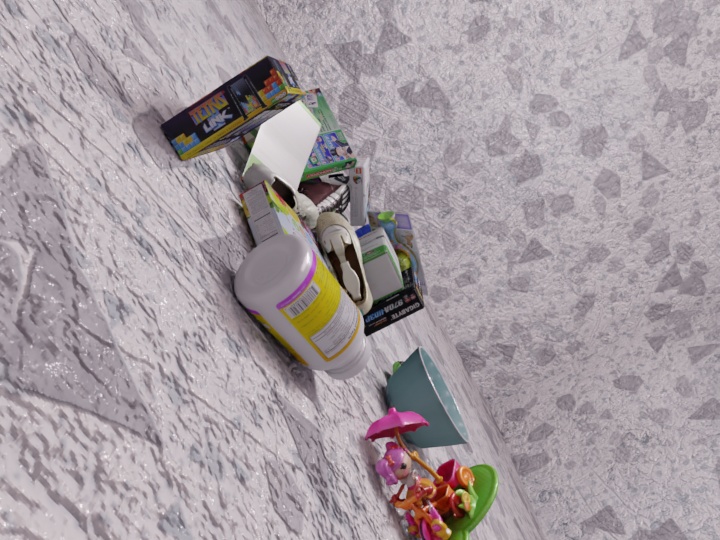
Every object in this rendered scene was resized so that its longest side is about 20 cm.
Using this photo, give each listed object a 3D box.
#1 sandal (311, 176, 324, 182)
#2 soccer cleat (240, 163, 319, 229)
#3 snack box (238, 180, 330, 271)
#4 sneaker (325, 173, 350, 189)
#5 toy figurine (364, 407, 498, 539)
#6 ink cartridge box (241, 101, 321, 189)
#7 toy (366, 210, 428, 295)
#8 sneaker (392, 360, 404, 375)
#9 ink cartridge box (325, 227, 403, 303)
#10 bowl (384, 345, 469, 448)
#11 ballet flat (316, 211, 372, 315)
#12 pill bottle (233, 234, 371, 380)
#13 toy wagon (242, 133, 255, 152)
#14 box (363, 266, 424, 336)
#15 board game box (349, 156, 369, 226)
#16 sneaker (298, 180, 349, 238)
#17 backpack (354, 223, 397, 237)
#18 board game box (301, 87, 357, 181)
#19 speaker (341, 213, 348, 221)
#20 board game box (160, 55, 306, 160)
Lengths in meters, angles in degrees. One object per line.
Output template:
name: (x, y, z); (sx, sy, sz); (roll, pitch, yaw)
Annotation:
sandal: (-0.118, -0.212, 1.246); (0.050, 0.082, 0.204); (-78, 153, -59)
soccer cleat: (-0.124, -0.111, 0.983); (0.077, 0.070, 0.200); (34, -3, 36)
snack box: (-0.106, -0.032, 0.907); (0.143, 0.053, 0.200); (67, 9, 25)
sneaker: (-0.083, -0.207, 1.351); (0.200, 0.129, 0.080); (54, 9, -40)
toy figurine: (0.078, 0.294, 0.828); (0.184, 0.150, 0.200); (47, 35, -4)
ink cartridge box: (-0.151, -0.219, 1.035); (0.145, 0.048, 0.202); (40, 65, -54)
toy: (0.071, -0.029, 1.239); (0.047, 0.114, 0.202); (-38, 125, -40)
sneaker: (0.130, 0.258, 1.257); (0.201, 0.083, 0.077); (55, 10, -35)
ink cartridge box: (0.000, 0.000, 1.115); (0.084, 0.146, 0.200); (63, 9, -15)
bowl: (0.119, 0.260, 1.115); (0.202, 0.104, 0.201); (58, 9, -14)
ballet flat: (-0.025, -0.021, 0.982); (0.062, 0.067, 0.201); (73, -5, -75)
pill bottle: (-0.062, 0.055, 0.723); (0.200, 0.104, 0.105); (55, 11, -40)
toy wagon: (-0.193, -0.246, 1.139); (0.156, 0.039, 0.200); (57, 10, -22)
box: (0.042, 0.063, 1.117); (0.046, 0.158, 0.200); (62, 8, -8)
board game box: (0.000, -0.183, 1.300); (0.200, 0.034, 0.128); (-77, 167, -73)
sneaker: (-0.110, -0.126, 1.171); (0.200, 0.115, 0.076); (-49, 152, -51)
backpack: (0.049, -0.033, 1.464); (0.200, 0.166, 0.164); (12, 55, -84)
board game box: (-0.108, -0.282, 1.187); (0.201, 0.133, 0.029); (64, -21, 21)
speaker: (-0.026, -0.031, 1.272); (0.201, 0.088, 0.089); (57, 9, -24)
board game box: (-0.167, -0.227, 0.806); (0.057, 0.164, 0.200); (60, 9, -13)
